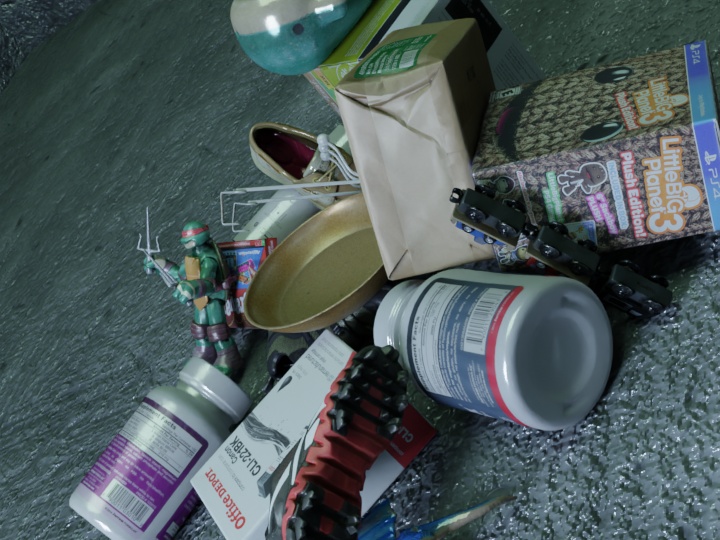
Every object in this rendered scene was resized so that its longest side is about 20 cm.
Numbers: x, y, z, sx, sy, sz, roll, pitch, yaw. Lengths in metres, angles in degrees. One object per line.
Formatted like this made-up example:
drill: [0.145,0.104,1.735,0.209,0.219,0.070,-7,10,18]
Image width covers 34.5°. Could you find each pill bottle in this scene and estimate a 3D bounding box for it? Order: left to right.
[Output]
pill bottle: [-0.204,0.195,1.217,0.201,0.112,0.112,-53,29,-17]
pill bottle: [0.103,0.059,0.975,0.120,0.120,0.199,-54,29,-18]

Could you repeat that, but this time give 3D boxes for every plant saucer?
plant saucer: [-0.027,-0.002,1.162,0.198,0.036,0.201,-29,27,16]

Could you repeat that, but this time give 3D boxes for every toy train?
toy train: [0.158,-0.014,0.934,0.034,0.198,0.046,-65,5,-28]

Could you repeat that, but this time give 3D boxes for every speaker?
speaker: [-0.064,-0.083,1.435,0.200,0.081,0.081,-48,28,-5]

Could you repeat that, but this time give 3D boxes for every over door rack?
over door rack: [-0.058,-0.100,1.256,0.197,0.068,0.148,-17,-1,-1]

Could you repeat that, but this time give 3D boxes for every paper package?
paper package: [0.068,-0.117,1.055,0.102,0.193,0.200,-11,20,20]

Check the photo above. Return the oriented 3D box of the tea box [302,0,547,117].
tea box: [0.077,-0.204,1.276,0.134,0.200,0.196,-53,28,-17]

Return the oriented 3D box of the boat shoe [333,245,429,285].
boat shoe: [-0.001,-0.002,1.250,0.198,0.074,0.068,-28,24,36]

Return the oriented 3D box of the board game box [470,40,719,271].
board game box: [0.207,-0.099,0.985,0.197,0.098,0.160,-11,30,19]

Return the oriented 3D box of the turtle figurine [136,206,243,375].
turtle figurine: [-0.194,0.020,1.356,0.099,0.203,0.150,-16,11,-15]

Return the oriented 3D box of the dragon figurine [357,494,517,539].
dragon figurine: [0.027,0.225,0.919,0.200,0.059,0.099,-48,28,-3]

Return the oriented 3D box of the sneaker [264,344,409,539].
sneaker: [-0.024,0.152,0.950,0.098,0.070,0.202,-28,33,55]

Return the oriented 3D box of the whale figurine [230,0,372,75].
whale figurine: [-0.039,-0.279,1.243,0.198,0.105,0.159,-25,24,-12]

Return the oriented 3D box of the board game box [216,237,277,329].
board game box: [-0.147,0.017,1.391,0.019,0.105,0.199,-9,3,-31]

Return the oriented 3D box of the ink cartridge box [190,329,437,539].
ink cartridge box: [-0.047,0.172,1.065,0.200,0.084,0.144,-48,29,-5]

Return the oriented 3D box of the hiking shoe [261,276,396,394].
hiking shoe: [-0.022,0.075,1.195,0.198,0.075,0.102,-21,52,42]

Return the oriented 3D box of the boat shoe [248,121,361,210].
boat shoe: [-0.049,-0.117,1.365,0.198,0.066,0.075,22,80,15]
